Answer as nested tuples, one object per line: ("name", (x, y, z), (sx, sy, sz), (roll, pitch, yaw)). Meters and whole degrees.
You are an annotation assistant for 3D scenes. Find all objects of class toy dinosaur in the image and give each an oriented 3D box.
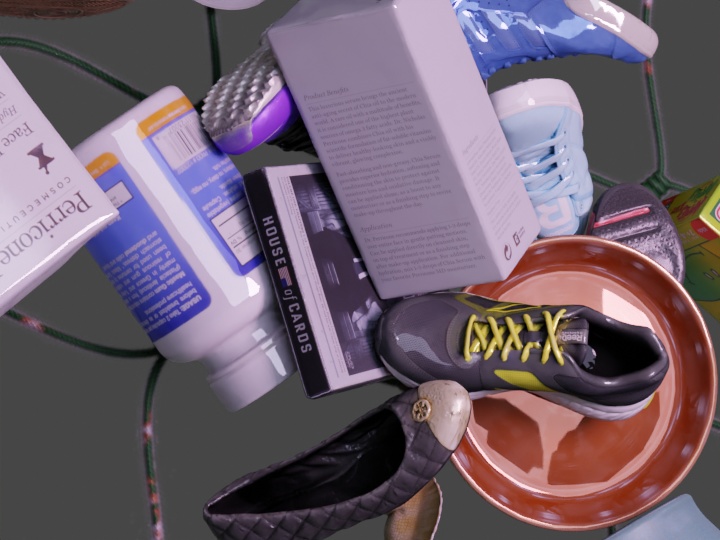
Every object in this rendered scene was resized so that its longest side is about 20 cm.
("toy dinosaur", (0.032, 0.160, 1.527), (0.058, 0.101, 0.201), (18, 70, -19))

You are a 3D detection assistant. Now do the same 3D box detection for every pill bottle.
("pill bottle", (-0.110, -0.011, 1.501), (0.112, 0.112, 0.200), (-36, 94, -24))

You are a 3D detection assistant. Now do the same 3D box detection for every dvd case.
("dvd case", (0.000, 0.000, 1.530), (0.200, 0.025, 0.151), (-10, 82, -60))

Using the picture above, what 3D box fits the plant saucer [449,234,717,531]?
("plant saucer", (0.144, 0.076, 1.560), (0.199, 0.032, 0.202), (0, 89, -7))

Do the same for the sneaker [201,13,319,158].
("sneaker", (-0.035, -0.111, 1.540), (0.100, 0.069, 0.200), (58, 30, -16))

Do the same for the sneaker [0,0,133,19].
("sneaker", (-0.246, -0.227, 1.514), (0.199, 0.070, 0.109), (1, 80, -19))

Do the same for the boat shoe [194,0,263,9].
("boat shoe", (-0.140, -0.242, 1.557), (0.199, 0.064, 0.071), (24, 102, -39))

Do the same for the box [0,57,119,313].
("box", (-0.279, -0.007, 1.382), (0.199, 0.200, 0.131), (-41, 95, -24))

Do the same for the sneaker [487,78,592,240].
("sneaker", (0.130, -0.065, 1.563), (0.074, 0.200, 0.082), (-22, 68, 7))

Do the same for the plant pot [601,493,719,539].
("plant pot", (0.211, 0.263, 1.540), (0.199, 0.200, 0.189), (-26, 78, -25))

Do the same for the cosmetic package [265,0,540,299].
("cosmetic package", (0.030, -0.088, 1.478), (0.071, 0.101, 0.201), (-51, 125, -49))

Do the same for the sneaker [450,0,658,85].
("sneaker", (0.095, -0.150, 1.541), (0.199, 0.077, 0.112), (19, 96, -14))

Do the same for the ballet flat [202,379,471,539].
("ballet flat", (-0.013, 0.131, 1.481), (0.057, 0.200, 0.067), (37, 26, -46))

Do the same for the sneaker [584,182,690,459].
("sneaker", (0.191, 0.039, 1.626), (0.073, 0.087, 0.201), (-9, 90, -8))

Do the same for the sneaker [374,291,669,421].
("sneaker", (0.110, 0.045, 1.490), (0.199, 0.085, 0.075), (8, 69, -12))

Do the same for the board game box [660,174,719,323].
("board game box", (0.306, 0.019, 1.669), (0.200, 0.102, 0.048), (41, 67, -10))
